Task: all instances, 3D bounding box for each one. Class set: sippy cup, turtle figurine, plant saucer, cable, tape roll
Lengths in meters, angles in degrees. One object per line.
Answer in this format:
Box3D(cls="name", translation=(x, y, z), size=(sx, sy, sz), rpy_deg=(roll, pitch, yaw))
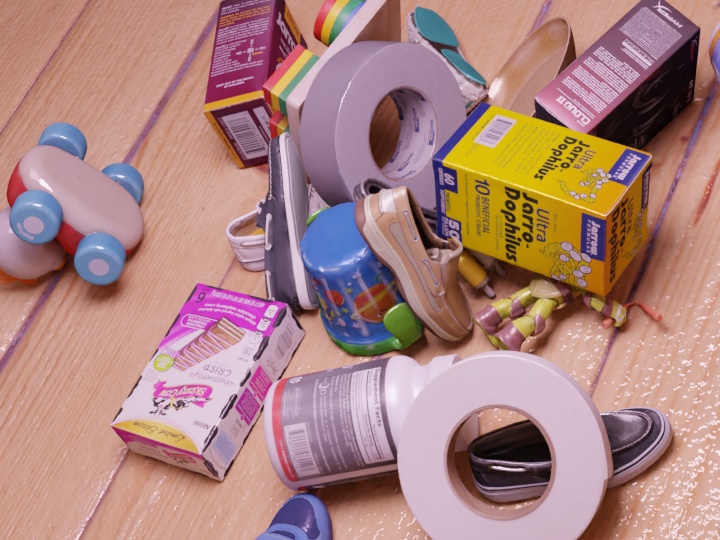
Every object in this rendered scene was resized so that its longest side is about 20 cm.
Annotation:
Box3D(cls="sippy cup", translation=(0.000, 0.000, 1.639), size=(0.176, 0.131, 0.141), rpy_deg=(8, 57, 32))
Box3D(cls="turtle figurine", translation=(0.203, 0.026, 1.560), size=(0.161, 0.065, 0.200), rpy_deg=(-39, 47, -7))
Box3D(cls="plant saucer", translation=(0.187, -0.193, 1.713), size=(0.201, 0.035, 0.201), rpy_deg=(-52, 17, 23))
Box3D(cls="cable", translation=(0.079, -0.056, 1.618), size=(0.050, 0.199, 0.098), rpy_deg=(-28, 37, 37))
Box3D(cls="tape roll", translation=(0.134, 0.177, 1.411), size=(0.200, 0.037, 0.206), rpy_deg=(1, 93, 17))
Box3D(cls="tape roll", translation=(0.028, -0.155, 1.697), size=(0.066, 0.201, 0.201), rpy_deg=(11, 58, 48))

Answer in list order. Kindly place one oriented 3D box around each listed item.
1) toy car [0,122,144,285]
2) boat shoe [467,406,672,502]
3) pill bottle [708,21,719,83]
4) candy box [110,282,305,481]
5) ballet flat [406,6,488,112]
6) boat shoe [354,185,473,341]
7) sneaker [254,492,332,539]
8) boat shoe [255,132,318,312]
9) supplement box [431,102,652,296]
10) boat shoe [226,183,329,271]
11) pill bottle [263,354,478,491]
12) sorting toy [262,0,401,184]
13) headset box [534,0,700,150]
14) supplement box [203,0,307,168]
Box3D(cls="toy car", translation=(-0.387, -0.042, 1.884), size=(0.200, 0.176, 0.185), rpy_deg=(-43, 25, 29))
Box3D(cls="boat shoe", translation=(0.197, 0.170, 1.442), size=(0.198, 0.071, 0.073), rpy_deg=(-19, 47, 11))
Box3D(cls="pill bottle", translation=(0.443, -0.183, 1.577), size=(0.111, 0.112, 0.201), rpy_deg=(-20, 47, 10))
Box3D(cls="candy box", translation=(-0.168, 0.119, 1.675), size=(0.135, 0.061, 0.201), rpy_deg=(11, 60, 32))
Box3D(cls="ballet flat", translation=(0.093, -0.252, 1.844), size=(0.071, 0.072, 0.201), rpy_deg=(-28, 40, 3))
Box3D(cls="boat shoe", translation=(0.074, -0.006, 1.554), size=(0.076, 0.200, 0.072), rpy_deg=(-23, 38, 22))
Box3D(cls="sneaker", translation=(-0.090, 0.299, 1.475), size=(0.073, 0.083, 0.201), rpy_deg=(6, 55, 32))
Box3D(cls="boat shoe", translation=(-0.090, -0.052, 1.707), size=(0.060, 0.076, 0.203), rpy_deg=(-7, 89, 17))
Box3D(cls="supplement box", translation=(0.184, -0.075, 1.539), size=(0.198, 0.110, 0.110), rpy_deg=(20, 49, 27))
Box3D(cls="boat shoe", translation=(-0.065, -0.068, 1.769), size=(0.198, 0.070, 0.071), rpy_deg=(-21, 47, 11))
Box3D(cls="pill bottle", translation=(0.012, 0.150, 1.521), size=(0.198, 0.116, 0.117), rpy_deg=(-12, 49, 17))
Box3D(cls="sorting toy", translation=(-0.035, -0.228, 1.788), size=(0.069, 0.201, 0.199), rpy_deg=(32, 70, 16))
Box3D(cls="headset box", translation=(0.269, -0.178, 1.627), size=(0.200, 0.149, 0.077), rpy_deg=(-43, 66, -12))
Box3D(cls="supplement box", translation=(-0.130, -0.246, 1.919), size=(0.085, 0.111, 0.202), rpy_deg=(-11, 50, 18))
